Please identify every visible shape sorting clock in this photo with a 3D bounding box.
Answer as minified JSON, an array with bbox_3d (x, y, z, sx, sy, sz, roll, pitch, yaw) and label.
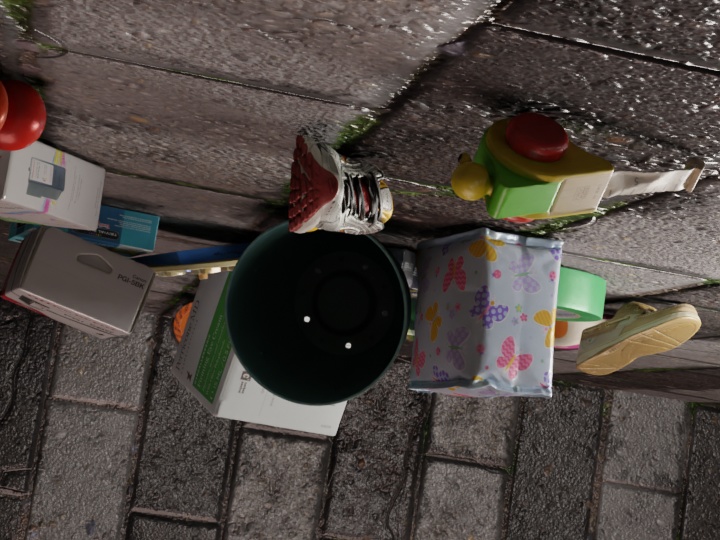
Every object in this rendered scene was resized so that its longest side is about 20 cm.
[{"bbox_3d":[-0.204,-0.008,1.830,0.199,0.039,0.200,-7,-179,0],"label":"shape sorting clock"}]

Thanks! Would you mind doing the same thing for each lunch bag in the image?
[{"bbox_3d":[0.123,0.049,1.524,0.127,0.171,0.200,8,171,-25],"label":"lunch bag"}]

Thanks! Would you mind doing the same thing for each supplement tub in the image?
[{"bbox_3d":[-0.325,0.120,2.939,0.122,0.123,0.200,8,173,2],"label":"supplement tub"}]

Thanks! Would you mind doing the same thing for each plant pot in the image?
[{"bbox_3d":[-0.033,0.040,1.590,0.200,0.202,0.161,7,-176,11],"label":"plant pot"}]

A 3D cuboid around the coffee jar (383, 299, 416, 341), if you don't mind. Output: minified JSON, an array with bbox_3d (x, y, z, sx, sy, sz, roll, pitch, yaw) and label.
[{"bbox_3d":[0.127,0.061,1.988,0.199,0.086,0.104,5,175,22],"label":"coffee jar"}]

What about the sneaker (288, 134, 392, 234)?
[{"bbox_3d":[-0.014,-0.067,1.165,0.082,0.078,0.200,4,-177,4],"label":"sneaker"}]

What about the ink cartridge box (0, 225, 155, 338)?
[{"bbox_3d":[-0.345,0.018,1.731,0.146,0.083,0.200,24,168,-16],"label":"ink cartridge box"}]

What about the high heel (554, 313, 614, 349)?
[{"bbox_3d":[0.323,0.087,2.048,0.199,0.068,0.096,-6,160,12],"label":"high heel"}]

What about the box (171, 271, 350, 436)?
[{"bbox_3d":[-0.120,0.096,1.975,0.199,0.200,0.171,14,-170,-31],"label":"box"}]

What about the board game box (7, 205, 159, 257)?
[{"bbox_3d":[-0.354,-0.052,1.812,0.150,0.047,0.200,11,173,-21],"label":"board game box"}]

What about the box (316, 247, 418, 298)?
[{"bbox_3d":[0.000,0.000,1.792,0.199,0.049,0.161,6,175,29],"label":"box"}]

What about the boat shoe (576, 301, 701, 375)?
[{"bbox_3d":[0.359,0.075,1.883,0.074,0.070,0.200,21,146,-34],"label":"boat shoe"}]

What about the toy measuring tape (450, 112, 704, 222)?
[{"bbox_3d":[0.141,-0.074,0.972,0.199,0.074,0.073,-8,-177,-30],"label":"toy measuring tape"}]

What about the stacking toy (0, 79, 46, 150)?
[{"bbox_3d":[-0.301,-0.121,1.025,0.085,0.086,0.200,5,176,29],"label":"stacking toy"}]

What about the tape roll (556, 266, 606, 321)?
[{"bbox_3d":[0.197,0.024,1.739,0.199,0.048,0.200,9,173,1],"label":"tape roll"}]

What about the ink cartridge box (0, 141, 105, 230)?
[{"bbox_3d":[-0.348,-0.092,1.369,0.117,0.068,0.200,6,173,24],"label":"ink cartridge box"}]
